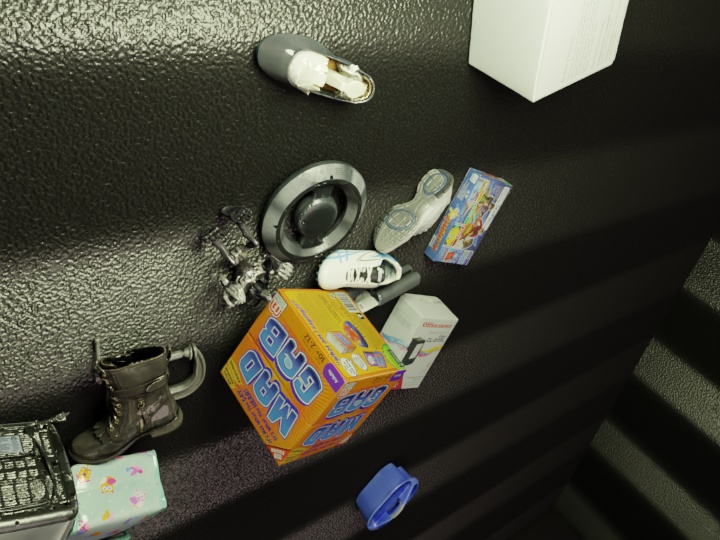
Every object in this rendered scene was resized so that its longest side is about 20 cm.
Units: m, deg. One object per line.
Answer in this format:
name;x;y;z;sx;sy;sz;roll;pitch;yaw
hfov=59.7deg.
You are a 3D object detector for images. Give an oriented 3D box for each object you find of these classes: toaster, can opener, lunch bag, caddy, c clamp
toaster;-0.498;0.310;0.872;0.197;0.181;0.120;7;123;-46
can opener;0.037;0.033;1.253;0.197;0.053;0.068;-27;140;-27
lunch bag;-0.447;0.395;1.043;0.199;0.125;0.168;-37;154;31
caddy;0.083;0.663;1.822;0.201;0.105;0.141;-48;142;3
c clamp;-0.338;0.168;1.024;0.196;0.027;0.174;-8;128;-40

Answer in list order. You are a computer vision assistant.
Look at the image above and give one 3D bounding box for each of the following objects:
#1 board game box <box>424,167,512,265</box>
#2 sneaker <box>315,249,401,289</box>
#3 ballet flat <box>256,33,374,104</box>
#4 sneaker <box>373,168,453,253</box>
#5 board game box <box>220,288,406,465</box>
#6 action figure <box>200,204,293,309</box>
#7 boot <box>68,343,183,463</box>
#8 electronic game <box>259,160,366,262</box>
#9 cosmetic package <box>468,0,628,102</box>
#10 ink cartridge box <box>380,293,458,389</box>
board game box;0.230;-0.109;1.330;0.133;0.034;0.203;5;119;-48
sneaker;0.000;0.000;1.162;0.197;0.071;0.074;-8;106;-45
ballet flat;-0.052;-0.275;0.875;0.197;0.073;0.074;5;120;-46
sneaker;0.108;-0.098;1.193;0.199;0.075;0.088;-41;148;-7
board game box;-0.082;0.176;1.100;0.201;0.201;0.198;-51;153;21
action figure;-0.174;0.002;0.978;0.118;0.102;0.202;-37;139;-14
boot;-0.372;0.197;0.965;0.195;0.070;0.178;-21;134;-18
electronic game;-0.075;-0.094;1.036;0.196;0.042;0.203;-24;144;-19
cosmetic package;0.304;-0.414;1.019;0.197;0.167;0.169;-27;140;-22
ink cartridge box;0.112;0.163;1.420;0.143;0.083;0.203;6;119;-46
